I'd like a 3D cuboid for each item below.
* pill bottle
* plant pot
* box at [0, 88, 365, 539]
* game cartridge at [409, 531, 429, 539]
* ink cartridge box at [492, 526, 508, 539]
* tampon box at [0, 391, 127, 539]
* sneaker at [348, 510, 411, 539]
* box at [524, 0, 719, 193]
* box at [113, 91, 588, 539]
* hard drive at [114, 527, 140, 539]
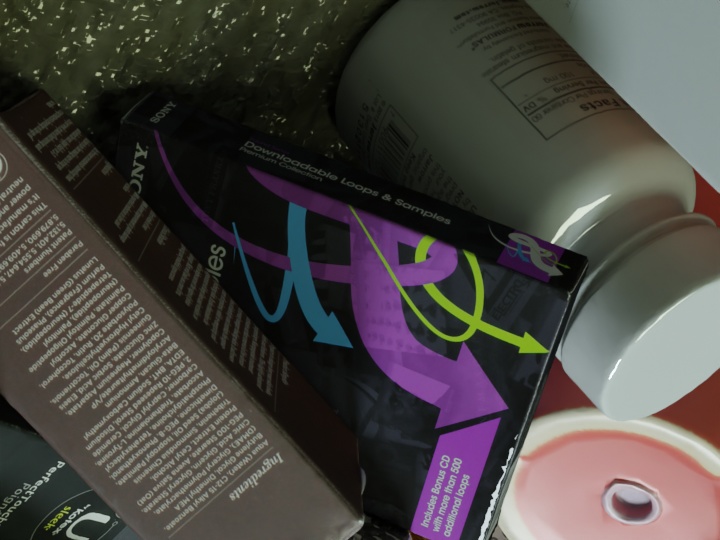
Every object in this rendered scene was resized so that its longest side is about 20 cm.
[{"bbox_3d":[0.085,-0.034,0.718,0.114,0.200,0.115,-26,147,-19],"label":"pill bottle"},{"bbox_3d":[0.156,0.066,0.854,0.178,0.199,0.201,-64,174,-47],"label":"plant pot"},{"bbox_3d":[-0.088,0.031,0.612,0.075,0.200,0.100,-42,-170,7],"label":"box"},{"bbox_3d":[-0.004,0.258,1.004,0.032,0.177,0.200,8,135,-36],"label":"game cartridge"},{"bbox_3d":[0.097,0.195,1.085,0.116,0.068,0.200,-27,173,-19],"label":"ink cartridge box"},{"bbox_3d":[-0.203,0.066,0.619,0.150,0.126,0.200,-42,150,7],"label":"tampon box"},{"bbox_3d":[-0.038,0.134,0.759,0.078,0.200,0.090,20,94,-13],"label":"sneaker"},{"bbox_3d":[0.161,-0.141,0.661,0.152,0.200,0.107,-14,142,-33],"label":"box"},{"bbox_3d":[-0.019,0.024,0.676,0.036,0.199,0.144,-50,158,-56],"label":"box"},{"bbox_3d":[-0.130,0.123,0.850,0.200,0.042,0.135,-50,147,17],"label":"hard drive"}]
